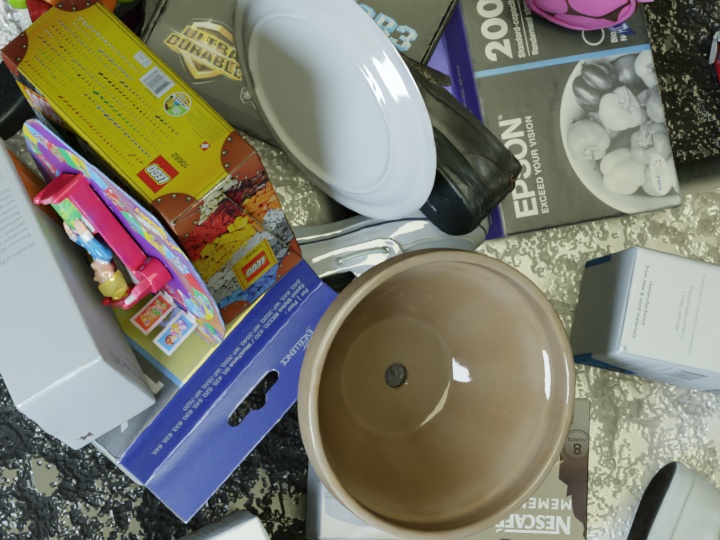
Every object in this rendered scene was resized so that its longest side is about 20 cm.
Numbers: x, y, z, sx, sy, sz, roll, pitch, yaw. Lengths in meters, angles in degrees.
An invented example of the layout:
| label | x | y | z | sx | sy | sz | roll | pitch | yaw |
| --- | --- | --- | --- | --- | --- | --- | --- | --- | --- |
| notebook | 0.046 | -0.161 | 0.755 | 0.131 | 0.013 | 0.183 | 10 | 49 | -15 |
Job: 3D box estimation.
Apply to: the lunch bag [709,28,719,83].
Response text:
| label | x | y | z | sx | sy | sz | roll | pitch | yaw |
| --- | --- | --- | --- | --- | --- | --- | --- | --- | --- |
| lunch bag | 0.379 | -0.159 | 1.665 | 0.200 | 0.082 | 0.176 | -17 | 88 | -10 |

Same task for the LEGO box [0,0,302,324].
| label | x | y | z | sx | sy | sz | roll | pitch | yaw |
| --- | --- | --- | --- | --- | --- | --- | --- | --- | --- |
| LEGO box | -0.143 | -0.080 | 1.486 | 0.077 | 0.149 | 0.200 | -41 | 62 | -11 |

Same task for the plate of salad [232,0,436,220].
| label | x | y | z | sx | sy | sz | roll | pitch | yaw |
| --- | --- | --- | --- | --- | --- | --- | --- | --- | --- |
| plate of salad | -0.014 | -0.126 | 1.501 | 0.048 | 0.200 | 0.200 | -37 | 92 | -30 |

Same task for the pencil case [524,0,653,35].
| label | x | y | z | sx | sy | sz | roll | pitch | yaw |
| --- | --- | --- | --- | --- | --- | --- | --- | --- | --- |
| pencil case | 0.177 | -0.279 | 1.613 | 0.091 | 0.094 | 0.200 | 32 | 55 | -48 |

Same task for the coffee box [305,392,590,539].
| label | x | y | z | sx | sy | sz | roll | pitch | yaw |
| --- | --- | --- | --- | --- | --- | --- | --- | --- | --- |
| coffee box | 0.064 | 0.147 | 1.590 | 0.200 | 0.080 | 0.113 | 4 | 83 | -9 |

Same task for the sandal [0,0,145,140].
| label | x | y | z | sx | sy | sz | roll | pitch | yaw |
| --- | --- | --- | --- | --- | --- | --- | --- | --- | --- |
| sandal | -0.209 | -0.164 | 1.585 | 0.200 | 0.075 | 0.048 | -46 | 130 | -10 |

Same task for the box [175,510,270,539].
| label | x | y | z | sx | sy | sz | roll | pitch | yaw |
| --- | --- | --- | --- | --- | --- | --- | --- | --- | --- |
| box | -0.148 | 0.256 | 1.525 | 0.200 | 0.124 | 0.098 | -25 | 90 | -10 |

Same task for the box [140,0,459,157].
| label | x | y | z | sx | sy | sz | roll | pitch | yaw |
| --- | --- | --- | --- | --- | --- | --- | --- | --- | --- |
| box | -0.042 | -0.192 | 1.597 | 0.200 | 0.050 | 0.199 | 27 | 96 | -6 |

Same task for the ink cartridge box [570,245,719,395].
| label | x | y | z | sx | sy | sz | roll | pitch | yaw |
| --- | --- | --- | --- | --- | --- | --- | --- | --- | --- |
| ink cartridge box | 0.272 | 0.047 | 1.599 | 0.200 | 0.145 | 0.084 | 13 | 83 | -8 |

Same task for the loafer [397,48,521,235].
| label | x | y | z | sx | sy | sz | roll | pitch | yaw |
| --- | --- | --- | --- | --- | --- | --- | --- | --- | --- |
| loafer | 0.035 | -0.120 | 1.561 | 0.072 | 0.073 | 0.200 | -39 | 93 | -30 |

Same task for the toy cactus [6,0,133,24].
| label | x | y | z | sx | sy | sz | roll | pitch | yaw |
| --- | --- | --- | --- | --- | --- | --- | --- | --- | --- |
| toy cactus | -0.200 | -0.262 | 1.550 | 0.165 | 0.102 | 0.200 | 31 | 71 | 33 |

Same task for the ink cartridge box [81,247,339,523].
| label | x | y | z | sx | sy | sz | roll | pitch | yaw |
| --- | --- | --- | --- | --- | --- | --- | --- | --- | --- |
| ink cartridge box | -0.133 | 0.043 | 1.537 | 0.200 | 0.047 | 0.198 | 37 | 81 | 28 |

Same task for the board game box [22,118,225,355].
| label | x | y | z | sx | sy | sz | roll | pitch | yaw |
| --- | --- | --- | --- | --- | --- | --- | --- | --- | --- |
| board game box | -0.175 | -0.015 | 1.460 | 0.200 | 0.158 | 0.039 | 38 | 71 | 27 |

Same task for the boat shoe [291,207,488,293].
| label | x | y | z | sx | sy | sz | roll | pitch | yaw |
| --- | --- | --- | --- | --- | --- | --- | --- | --- | --- |
| boat shoe | 0.000 | 0.000 | 1.592 | 0.200 | 0.074 | 0.067 | -11 | 60 | 1 |

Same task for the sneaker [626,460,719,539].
| label | x | y | z | sx | sy | sz | roll | pitch | yaw |
| --- | --- | --- | --- | --- | --- | --- | --- | --- | --- |
| sneaker | 0.227 | 0.245 | 1.602 | 0.085 | 0.073 | 0.200 | 33 | 69 | -10 |

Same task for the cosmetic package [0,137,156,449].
| label | x | y | z | sx | sy | sz | roll | pitch | yaw |
| --- | --- | --- | --- | --- | --- | --- | --- | --- | --- |
| cosmetic package | -0.226 | 0.015 | 1.499 | 0.071 | 0.101 | 0.200 | -31 | 63 | 4 |

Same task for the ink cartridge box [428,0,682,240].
| label | x | y | z | sx | sy | sz | roll | pitch | yaw |
| --- | --- | --- | --- | --- | --- | --- | --- | --- | --- |
| ink cartridge box | 0.130 | -0.127 | 1.643 | 0.200 | 0.043 | 0.198 | -11 | 87 | -8 |

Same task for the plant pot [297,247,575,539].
| label | x | y | z | sx | sy | sz | roll | pitch | yaw |
| --- | --- | --- | --- | --- | --- | --- | --- | --- | --- |
| plant pot | 0.041 | 0.079 | 1.493 | 0.201 | 0.093 | 0.201 | -4 | 100 | -22 |
